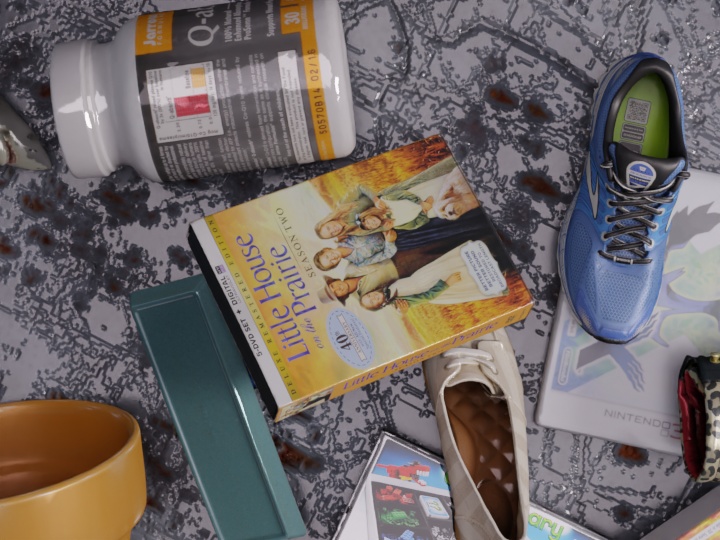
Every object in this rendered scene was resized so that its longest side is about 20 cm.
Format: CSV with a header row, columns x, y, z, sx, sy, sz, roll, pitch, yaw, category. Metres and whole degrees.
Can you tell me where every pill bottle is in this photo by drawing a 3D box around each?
x,y,z,sx,sy,sz,roll,pitch,yaw,category
-0.106,-0.123,1.058,0.197,0.116,0.118,-7,88,2,pill bottle

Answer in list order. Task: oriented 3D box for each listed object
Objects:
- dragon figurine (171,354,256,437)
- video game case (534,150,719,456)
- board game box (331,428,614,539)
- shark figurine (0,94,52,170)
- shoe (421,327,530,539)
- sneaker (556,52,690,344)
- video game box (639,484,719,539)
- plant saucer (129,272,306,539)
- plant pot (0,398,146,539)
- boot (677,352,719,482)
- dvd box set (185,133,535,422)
x,y,z,sx,sy,sz,roll,pitch,yaw,category
-0.047,0.061,1.079,0.099,0.059,0.201,38,89,3,dragon figurine
0.231,0.030,1.088,0.180,0.022,0.202,11,89,2,video game case
0.078,0.212,1.083,0.198,0.035,0.127,26,89,2,board game box
-0.295,-0.172,1.076,0.127,0.216,0.090,8,47,30,shark figurine
0.086,0.102,1.056,0.069,0.053,0.202,-5,71,-9,shoe
0.178,-0.051,1.036,0.078,0.089,0.203,6,90,4,sneaker
0.238,0.268,1.051,0.199,0.047,0.183,-33,97,-6,video game box
-0.101,0.103,1.064,0.069,0.019,0.202,-13,103,24,plant saucer
-0.235,0.207,1.029,0.198,0.200,0.185,-6,104,2,plant pot
0.295,0.053,1.030,0.152,0.074,0.206,4,78,-6,boot
0.000,0.000,1.040,0.198,0.029,0.147,-20,69,-20,dvd box set
